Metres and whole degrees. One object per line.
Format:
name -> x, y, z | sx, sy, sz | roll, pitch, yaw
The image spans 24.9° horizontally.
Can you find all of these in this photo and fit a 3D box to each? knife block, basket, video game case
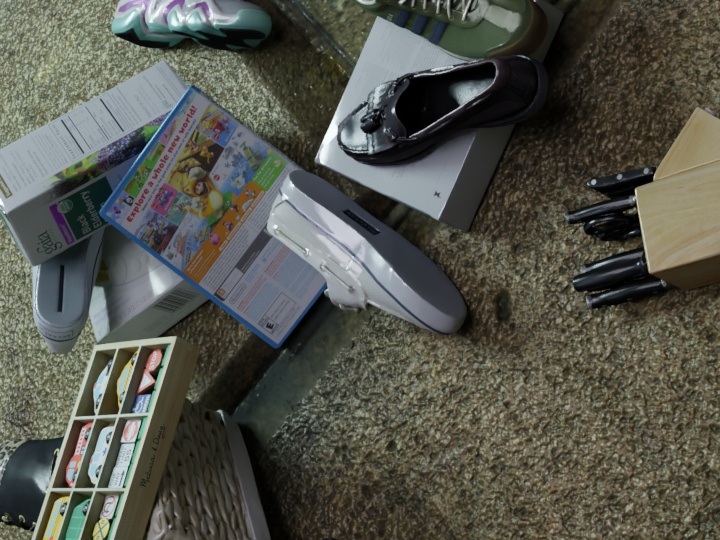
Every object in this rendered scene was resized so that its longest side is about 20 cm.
knife block -> 0.250, -0.019, 1.200 | 0.200, 0.064, 0.176 | 38, 102, 37
basket -> -0.173, 0.210, 1.391 | 0.136, 0.123, 0.200 | -44, 37, 19
video game case -> -0.109, -0.045, 1.429 | 0.200, 0.018, 0.143 | 37, 105, -5

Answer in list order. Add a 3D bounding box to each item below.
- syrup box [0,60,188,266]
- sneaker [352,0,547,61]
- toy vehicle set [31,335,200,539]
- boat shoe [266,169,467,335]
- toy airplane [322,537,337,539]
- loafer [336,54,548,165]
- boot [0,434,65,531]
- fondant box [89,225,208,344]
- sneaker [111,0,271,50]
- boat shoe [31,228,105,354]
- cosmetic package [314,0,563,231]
syrup box -> -0.234, -0.097, 1.466 | 0.199, 0.079, 0.082 | -31, 52, -12
sneaker -> 0.050, -0.224, 1.324 | 0.200, 0.090, 0.067 | 26, 93, 37
toy vehicle set -> -0.205, 0.154, 1.340 | 0.124, 0.026, 0.201 | -10, 58, 47
boat shoe -> 0.000, 0.000, 1.367 | 0.200, 0.071, 0.070 | 38, 116, 17
toy airplane -> -0.029, 0.326, 1.274 | 0.198, 0.141, 0.200 | -25, 30, 16
loafer -> 0.053, -0.136, 1.313 | 0.199, 0.063, 0.072 | -14, 74, 36
boot -> -0.293, 0.248, 1.541 | 0.153, 0.073, 0.205 | -8, 69, 39
fondant box -> -0.210, -0.045, 1.560 | 0.144, 0.058, 0.201 | -35, 58, 26
sneaker -> -0.156, -0.288, 1.569 | 0.199, 0.078, 0.141 | 8, 84, 38
boat shoe -> -0.279, -0.017, 1.525 | 0.067, 0.073, 0.201 | 112, 166, -57
cosmetic package -> 0.064, -0.153, 1.383 | 0.150, 0.052, 0.201 | 28, 95, 40
